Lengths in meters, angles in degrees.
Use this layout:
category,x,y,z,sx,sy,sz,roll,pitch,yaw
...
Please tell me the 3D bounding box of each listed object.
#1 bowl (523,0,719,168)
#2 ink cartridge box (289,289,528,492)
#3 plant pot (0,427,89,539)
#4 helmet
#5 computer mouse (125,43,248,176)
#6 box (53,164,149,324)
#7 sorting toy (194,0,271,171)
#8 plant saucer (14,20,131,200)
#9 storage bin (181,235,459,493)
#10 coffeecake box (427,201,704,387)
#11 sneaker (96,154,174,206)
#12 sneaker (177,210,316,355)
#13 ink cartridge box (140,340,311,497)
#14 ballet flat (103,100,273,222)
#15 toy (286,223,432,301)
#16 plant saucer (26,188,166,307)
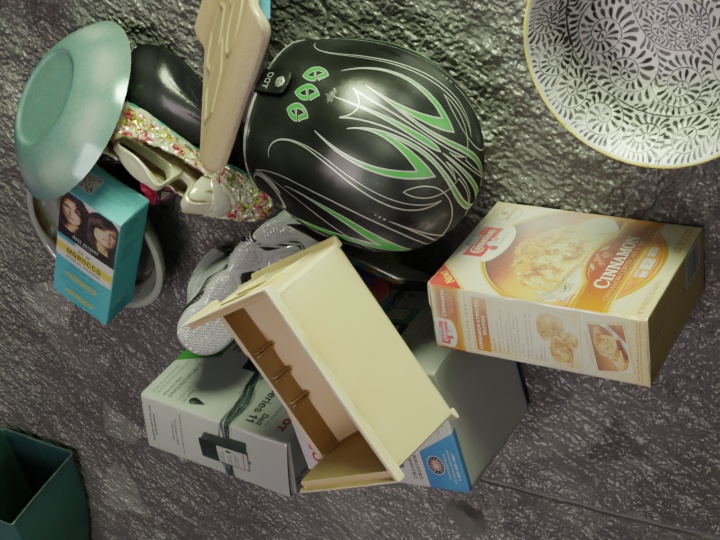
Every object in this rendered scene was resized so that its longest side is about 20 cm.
category,x,y,z,sx,sy,sz,roll,pitch,yaw
bowl,0.236,-0.189,0.986,0.200,0.094,0.201,19,131,23
ink cartridge box,0.041,0.117,1.312,0.200,0.146,0.147,2,122,35
plant pot,-0.487,0.364,1.876,0.141,0.141,0.200,13,136,27
helmet,0.013,-0.108,1.131,0.190,0.200,0.200,22,132,20
computer mouse,-0.177,-0.152,1.329,0.200,0.053,0.139,43,136,0
box,-0.290,-0.027,1.413,0.082,0.049,0.200,34,144,9
sorting toy,-0.114,-0.219,1.169,0.036,0.200,0.185,7,138,-19
plant saucer,-0.311,-0.172,1.317,0.039,0.201,0.201,22,150,-39
storage bin,-0.044,0.092,1.164,0.200,0.094,0.198,55,148,-8
coffeecake box,0.184,0.015,1.132,0.200,0.154,0.073,9,126,29
sneaker,-0.281,-0.141,1.394,0.200,0.075,0.081,28,134,15
sneaker,-0.124,-0.005,1.384,0.075,0.115,0.200,41,101,-21
ink cartridge box,-0.126,0.158,1.461,0.200,0.147,0.083,15,128,24
ballet flat,-0.185,-0.096,1.310,0.200,0.064,0.076,31,139,-6
toy,0.000,0.000,1.226,0.115,0.200,0.047,25,98,12
plant saucer,-0.297,-0.049,1.483,0.200,0.050,0.200,23,139,21
